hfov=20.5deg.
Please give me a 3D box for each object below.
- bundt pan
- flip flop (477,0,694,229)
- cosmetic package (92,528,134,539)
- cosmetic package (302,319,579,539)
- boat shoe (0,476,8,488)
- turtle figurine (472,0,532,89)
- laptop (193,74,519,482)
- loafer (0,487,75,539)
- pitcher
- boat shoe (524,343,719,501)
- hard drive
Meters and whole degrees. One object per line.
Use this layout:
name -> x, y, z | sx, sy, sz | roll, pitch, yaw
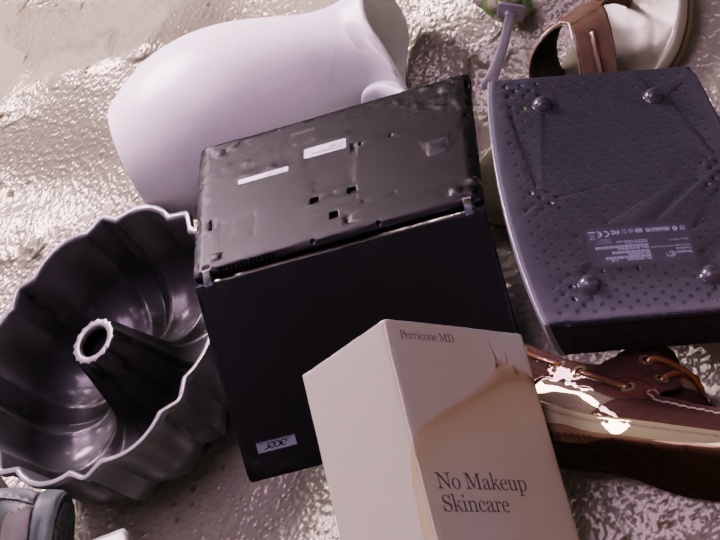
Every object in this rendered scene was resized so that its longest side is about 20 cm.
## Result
bundt pan -> -0.148, 0.062, 1.276 | 0.201, 0.076, 0.203 | -21, 50, 27
flip flop -> 0.127, -0.116, 1.198 | 0.200, 0.058, 0.081 | -51, 43, -3
cosmetic package -> -0.136, 0.251, 1.076 | 0.090, 0.107, 0.200 | -21, 39, 0
cosmetic package -> 0.049, 0.132, 1.001 | 0.073, 0.103, 0.201 | -35, 60, 41
boat shoe -> -0.253, 0.220, 1.231 | 0.066, 0.074, 0.200 | -11, 81, 56
turtle figurine -> 0.098, -0.226, 1.241 | 0.194, 0.144, 0.200 | -36, 20, -6
laptop -> 0.000, 0.000, 1.182 | 0.176, 0.104, 0.200 | -15, 39, 10
loafer -> -0.215, 0.228, 1.188 | 0.063, 0.072, 0.201 | 5, 76, 8
pitcher -> -0.055, -0.095, 1.290 | 0.199, 0.121, 0.172 | -24, 46, 8
boat shoe -> 0.146, 0.069, 1.042 | 0.200, 0.072, 0.072 | 4, 64, 47
hard drive -> 0.143, -0.034, 1.093 | 0.134, 0.042, 0.200 | -5, 44, -4
